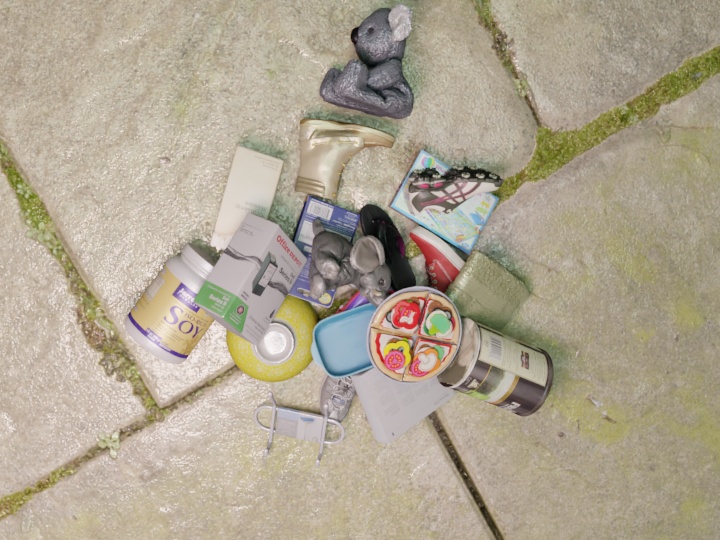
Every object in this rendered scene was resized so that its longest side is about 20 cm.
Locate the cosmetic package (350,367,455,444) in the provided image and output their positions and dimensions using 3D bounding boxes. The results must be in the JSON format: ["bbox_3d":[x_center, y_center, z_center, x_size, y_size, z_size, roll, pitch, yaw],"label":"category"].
[{"bbox_3d":[0.090,0.239,1.482,0.198,0.051,0.153,-27,98,-31],"label":"cosmetic package"}]

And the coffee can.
[{"bbox_3d":[0.275,0.199,1.476,0.197,0.146,0.149,23,92,-20],"label":"coffee can"}]

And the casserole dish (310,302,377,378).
[{"bbox_3d":[-0.007,0.140,1.430,0.197,0.039,0.123,-18,79,-17],"label":"casserole dish"}]

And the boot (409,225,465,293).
[{"bbox_3d":[0.148,0.016,1.500,0.200,0.072,0.145,43,90,-13],"label":"boot"}]

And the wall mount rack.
[{"bbox_3d":[-0.128,0.311,1.457,0.196,0.075,0.177,10,117,3],"label":"wall mount rack"}]

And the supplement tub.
[{"bbox_3d":[-0.348,0.063,1.397,0.145,0.145,0.201,37,90,-9],"label":"supplement tub"}]

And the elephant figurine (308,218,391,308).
[{"bbox_3d":[0.000,0.000,1.421,0.196,0.142,0.158,4,110,-12],"label":"elephant figurine"}]

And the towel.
[{"bbox_3d":[0.265,0.053,1.495,0.199,0.036,0.150,32,94,-35],"label":"towel"}]

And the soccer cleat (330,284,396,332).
[{"bbox_3d":[-0.008,0.091,1.486,0.076,0.067,0.201,39,85,1],"label":"soccer cleat"}]

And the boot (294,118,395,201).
[{"bbox_3d":[-0.033,-0.218,1.450,0.196,0.073,0.159,6,94,-7],"label":"boot"}]

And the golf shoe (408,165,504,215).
[{"bbox_3d":[0.193,-0.164,1.462,0.196,0.078,0.090,-3,116,-5],"label":"golf shoe"}]

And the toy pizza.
[{"bbox_3d":[0.108,0.131,1.394,0.196,0.032,0.205,-4,106,-13],"label":"toy pizza"}]

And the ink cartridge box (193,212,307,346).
[{"bbox_3d":[-0.203,0.016,1.356,0.083,0.146,0.202,21,74,29],"label":"ink cartridge box"}]

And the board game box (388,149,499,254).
[{"bbox_3d":[0.175,-0.143,1.505,0.198,0.034,0.136,30,91,-9],"label":"board game box"}]

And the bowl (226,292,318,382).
[{"bbox_3d":[-0.175,0.138,1.448,0.196,0.108,0.205,-1,96,-8],"label":"bowl"}]

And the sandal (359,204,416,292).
[{"bbox_3d":[0.066,-0.050,1.477,0.075,0.048,0.203,-30,94,-34],"label":"sandal"}]

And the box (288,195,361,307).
[{"bbox_3d":[-0.086,-0.038,1.473,0.119,0.032,0.204,19,90,-16],"label":"box"}]

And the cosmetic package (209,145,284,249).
[{"bbox_3d":[-0.227,-0.136,1.433,0.102,0.073,0.204,15,92,-9],"label":"cosmetic package"}]

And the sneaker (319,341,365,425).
[{"bbox_3d":[-0.036,0.227,1.487,0.073,0.082,0.204,15,93,-9],"label":"sneaker"}]

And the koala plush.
[{"bbox_3d":[0.036,-0.415,1.402,0.180,0.177,0.204,12,93,-20],"label":"koala plush"}]
